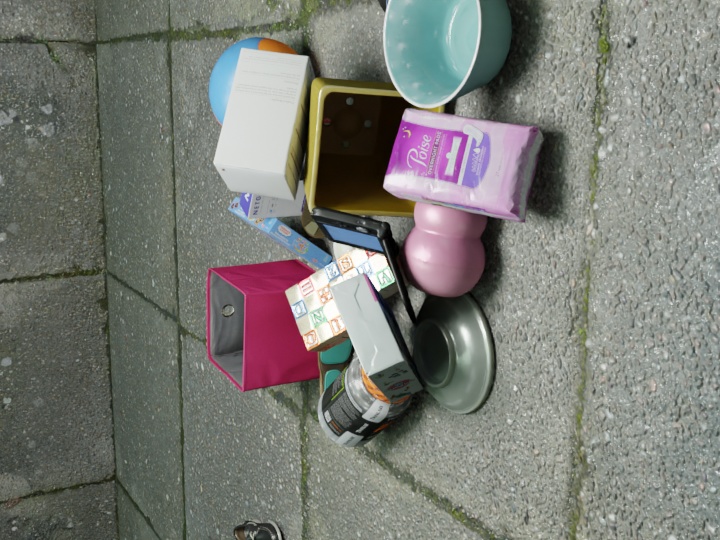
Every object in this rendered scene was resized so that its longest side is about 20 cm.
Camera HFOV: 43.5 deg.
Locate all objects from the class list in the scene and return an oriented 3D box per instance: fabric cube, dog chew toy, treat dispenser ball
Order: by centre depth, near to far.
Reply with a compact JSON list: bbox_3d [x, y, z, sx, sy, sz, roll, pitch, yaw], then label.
[{"bbox_3d":[0.128,-0.067,1.300,0.124,0.123,0.203,25,109,56],"label":"dog chew toy"},{"bbox_3d":[-0.189,-0.339,1.718,0.200,0.199,0.204,18,111,58],"label":"treat dispenser ball"},{"bbox_3d":[-0.179,0.101,1.786,0.200,0.197,0.199,28,120,55],"label":"fabric cube"}]

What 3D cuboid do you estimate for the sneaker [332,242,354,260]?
[{"bbox_3d":[0.000,0.001,1.601,0.093,0.070,0.202,23,114,37],"label":"sneaker"}]

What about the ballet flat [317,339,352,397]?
[{"bbox_3d":[-0.052,0.171,1.724,0.072,0.067,0.202,-124,33,-66],"label":"ballet flat"}]

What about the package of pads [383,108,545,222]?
[{"bbox_3d":[0.138,-0.143,1.203,0.198,0.076,0.122,14,87,28],"label":"package of pads"}]

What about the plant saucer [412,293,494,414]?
[{"bbox_3d":[0.128,0.124,1.396,0.200,0.050,0.203,17,109,59],"label":"plant saucer"}]

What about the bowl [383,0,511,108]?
[{"bbox_3d":[0.132,-0.326,1.239,0.200,0.104,0.204,14,107,53],"label":"bowl"}]

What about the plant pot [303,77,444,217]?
[{"bbox_3d":[0.003,-0.211,1.430,0.200,0.193,0.196,-120,34,-63],"label":"plant pot"}]

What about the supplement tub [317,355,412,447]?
[{"bbox_3d":[0.013,0.214,1.543,0.200,0.121,0.124,-52,52,52],"label":"supplement tub"}]

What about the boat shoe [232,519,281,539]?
[{"bbox_3d":[-0.244,0.630,2.139,0.199,0.060,0.075,-7,89,61],"label":"boat shoe"}]

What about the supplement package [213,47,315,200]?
[{"bbox_3d":[-0.146,-0.231,1.435,0.117,0.115,0.202,74,-154,-74],"label":"supplement package"}]

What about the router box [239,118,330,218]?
[{"bbox_3d":[-0.115,-0.192,1.638,0.049,0.178,0.202,55,140,41],"label":"router box"}]

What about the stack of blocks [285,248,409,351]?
[{"bbox_3d":[-0.019,0.042,1.530,0.199,0.058,0.116,-31,70,22],"label":"stack of blocks"}]

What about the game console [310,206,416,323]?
[{"bbox_3d":[0.009,-0.005,1.365,0.200,0.174,0.118,58,-134,-78],"label":"game console"}]

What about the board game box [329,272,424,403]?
[{"bbox_3d":[0.028,0.106,1.367,0.200,0.064,0.149,58,-172,-68],"label":"board game box"}]

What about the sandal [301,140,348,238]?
[{"bbox_3d":[-0.042,-0.145,1.648,0.082,0.054,0.202,38,114,31],"label":"sandal"}]

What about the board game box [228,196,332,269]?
[{"bbox_3d":[-0.161,-0.074,1.779,0.037,0.151,0.199,-58,35,-3],"label":"board game box"}]

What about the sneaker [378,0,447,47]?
[{"bbox_3d":[0.078,-0.402,1.382,0.078,0.070,0.201,90,154,-67],"label":"sneaker"}]
